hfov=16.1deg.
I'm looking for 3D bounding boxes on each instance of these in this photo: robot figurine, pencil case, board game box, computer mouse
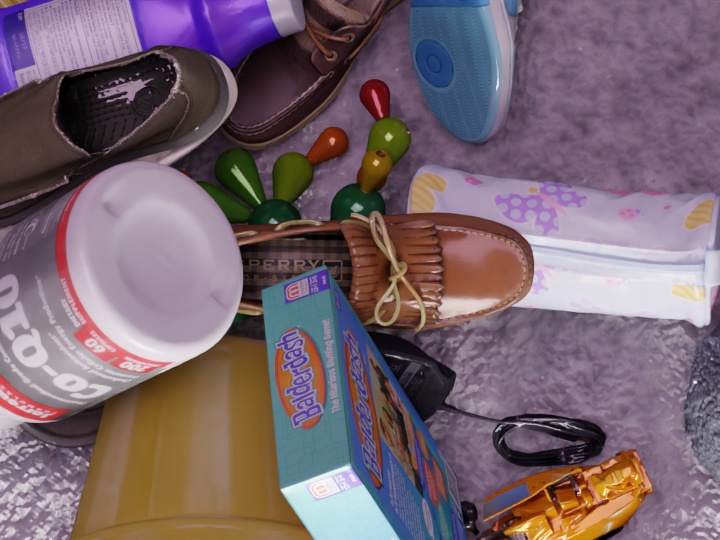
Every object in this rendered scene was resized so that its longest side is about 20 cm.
[{"bbox_3d":[0.096,0.192,1.529,0.199,0.058,0.146,-26,76,3],"label":"robot figurine"},{"bbox_3d":[0.122,-0.016,1.543,0.199,0.091,0.084,6,82,7],"label":"pencil case"},{"bbox_3d":[0.008,0.119,1.433,0.045,0.200,0.153,-20,42,12],"label":"board game box"},{"bbox_3d":[0.059,0.075,1.526,0.199,0.034,0.059,20,127,-24],"label":"computer mouse"}]

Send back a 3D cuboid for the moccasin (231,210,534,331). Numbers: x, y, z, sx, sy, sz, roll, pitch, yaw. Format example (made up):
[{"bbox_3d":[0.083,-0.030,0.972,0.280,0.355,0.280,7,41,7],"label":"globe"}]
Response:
[{"bbox_3d":[0.000,-0.002,1.474,0.200,0.078,0.074,6,98,4],"label":"moccasin"}]

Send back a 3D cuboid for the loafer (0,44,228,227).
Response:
[{"bbox_3d":[-0.176,-0.085,1.467,0.199,0.070,0.076,-24,75,5],"label":"loafer"}]

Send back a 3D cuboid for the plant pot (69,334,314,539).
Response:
[{"bbox_3d":[-0.085,0.149,1.502,0.199,0.201,0.190,-3,65,7],"label":"plant pot"}]

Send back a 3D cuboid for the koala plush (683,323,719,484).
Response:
[{"bbox_3d":[0.274,0.063,1.455,0.183,0.200,0.178,-19,80,4],"label":"koala plush"}]

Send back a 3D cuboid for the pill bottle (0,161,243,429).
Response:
[{"bbox_3d":[-0.167,0.022,1.456,0.200,0.113,0.115,-27,74,47],"label":"pill bottle"}]

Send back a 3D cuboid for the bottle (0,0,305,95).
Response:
[{"bbox_3d":[-0.134,-0.143,1.560,0.199,0.065,0.084,-16,93,10],"label":"bottle"}]

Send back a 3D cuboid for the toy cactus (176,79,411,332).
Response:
[{"bbox_3d":[-0.039,-0.015,1.554,0.199,0.102,0.165,-31,71,-6],"label":"toy cactus"}]

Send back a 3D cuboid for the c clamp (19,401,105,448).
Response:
[{"bbox_3d":[-0.183,0.003,1.586,0.170,0.027,0.201,-29,86,-28],"label":"c clamp"}]

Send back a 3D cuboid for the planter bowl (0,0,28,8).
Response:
[{"bbox_3d":[-0.170,-0.230,1.618,0.199,0.083,0.202,-1,80,7],"label":"planter bowl"}]

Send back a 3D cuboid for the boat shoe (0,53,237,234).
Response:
[{"bbox_3d":[-0.161,-0.068,1.529,0.199,0.060,0.072,-28,75,4],"label":"boat shoe"}]

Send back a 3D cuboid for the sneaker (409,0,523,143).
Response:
[{"bbox_3d":[0.093,-0.188,1.583,0.079,0.130,0.201,15,120,41],"label":"sneaker"}]

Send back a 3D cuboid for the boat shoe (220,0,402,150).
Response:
[{"bbox_3d":[-0.022,-0.163,1.593,0.200,0.072,0.072,-45,79,-1],"label":"boat shoe"}]
